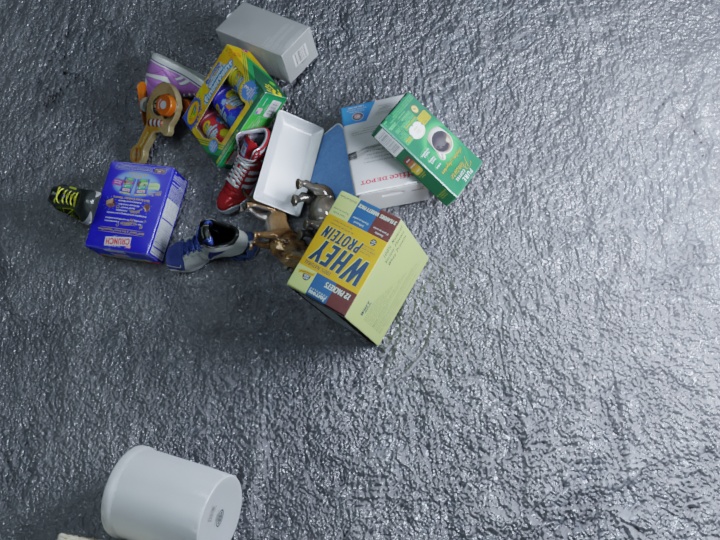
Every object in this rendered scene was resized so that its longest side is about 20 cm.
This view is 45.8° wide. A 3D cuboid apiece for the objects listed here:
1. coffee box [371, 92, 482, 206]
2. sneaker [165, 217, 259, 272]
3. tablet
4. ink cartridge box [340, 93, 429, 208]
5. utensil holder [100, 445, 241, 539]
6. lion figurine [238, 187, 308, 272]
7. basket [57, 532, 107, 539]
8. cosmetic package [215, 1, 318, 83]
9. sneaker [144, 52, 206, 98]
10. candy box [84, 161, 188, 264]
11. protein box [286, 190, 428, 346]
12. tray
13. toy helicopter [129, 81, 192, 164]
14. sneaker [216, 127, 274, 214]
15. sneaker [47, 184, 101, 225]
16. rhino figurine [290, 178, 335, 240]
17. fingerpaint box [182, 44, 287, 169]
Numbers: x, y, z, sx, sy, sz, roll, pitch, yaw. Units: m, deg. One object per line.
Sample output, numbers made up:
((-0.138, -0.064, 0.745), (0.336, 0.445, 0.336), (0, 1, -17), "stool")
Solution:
((0.126, -0.228, 1.605), (0.200, 0.044, 0.123), (41, 52, -6), "coffee box")
((-0.318, -0.061, 1.744), (0.198, 0.115, 0.081), (-10, 67, 16), "sneaker")
((-0.041, -0.199, 1.752), (0.130, 0.014, 0.201), (-38, 64, 3), "tablet")
((0.048, -0.230, 1.681), (0.143, 0.084, 0.202), (-11, 67, 4), "ink cartridge box")
((-0.339, 0.427, 1.554), (0.198, 0.170, 0.171), (10, 75, 19), "utensil holder")
((-0.171, -0.089, 1.723), (0.121, 0.073, 0.201), (0, 55, -24), "lion figurine")
((-0.438, 0.576, 1.517), (0.198, 0.198, 0.162), (8, 72, 22), "basket")
((-0.206, -0.501, 1.867), (0.199, 0.090, 0.107), (28, 66, 29), "cosmetic package")
((-0.405, -0.402, 1.933), (0.199, 0.073, 0.115), (29, 102, 20), "sneaker")
((-0.484, -0.125, 1.848), (0.168, 0.077, 0.202), (9, 74, 21), "candy box")
((0.000, 0.000, 1.562), (0.134, 0.200, 0.200), (27, 82, 25), "protein box")
((-0.149, -0.219, 1.752), (0.022, 0.107, 0.202), (-15, 58, 63), "tray")
((-0.467, -0.329, 1.903), (0.132, 0.079, 0.201), (41, 110, 24), "toy helicopter")
((-0.244, -0.213, 1.773), (0.071, 0.112, 0.200), (41, 88, 27), "sneaker")
((-0.628, -0.147, 1.858), (0.199, 0.084, 0.075), (4, 75, 57), "sneaker")
((-0.078, -0.083, 1.681), (0.060, 0.087, 0.202), (-34, 62, 56), "rhino figurine")
((-0.271, -0.344, 1.812), (0.200, 0.073, 0.167), (-50, 61, 25), "fingerpaint box")
